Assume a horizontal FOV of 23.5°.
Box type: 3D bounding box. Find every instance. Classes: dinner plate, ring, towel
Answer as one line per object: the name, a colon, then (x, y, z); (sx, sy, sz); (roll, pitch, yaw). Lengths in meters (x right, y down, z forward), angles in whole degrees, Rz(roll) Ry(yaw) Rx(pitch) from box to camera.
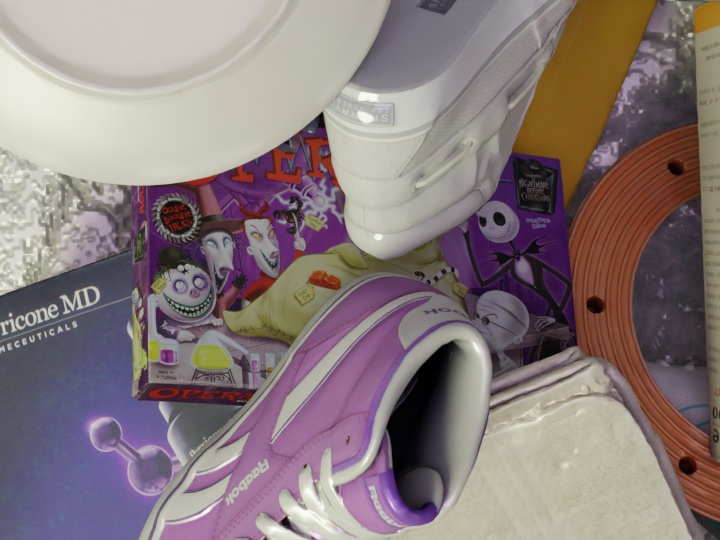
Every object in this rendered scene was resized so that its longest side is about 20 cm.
dinner plate: (-0.082, -0.131, 0.625); (0.198, 0.024, 0.202); (0, 97, -2)
ring: (0.186, 0.024, 0.802); (0.198, 0.019, 0.202); (3, 71, -9)
towel: (0.082, 0.128, 0.754); (0.132, 0.035, 0.201); (-21, 120, 12)

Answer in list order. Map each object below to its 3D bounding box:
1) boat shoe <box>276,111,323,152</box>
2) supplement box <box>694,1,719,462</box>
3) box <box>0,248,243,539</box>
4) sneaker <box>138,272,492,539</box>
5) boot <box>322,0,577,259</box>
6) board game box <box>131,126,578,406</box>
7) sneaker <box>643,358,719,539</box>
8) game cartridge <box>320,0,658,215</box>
boat shoe: (-0.044, -0.143, 0.723); (0.092, 0.075, 0.202); (18, 72, -17)
supplement box: (0.214, -0.018, 0.736); (0.125, 0.074, 0.202); (-2, 92, -7)
box: (-0.081, 0.095, 0.779); (0.147, 0.104, 0.202); (-19, 77, 11)
sneaker: (-0.022, 0.094, 0.643); (0.072, 0.114, 0.201); (30, 91, -21)
boot: (0.048, -0.092, 0.736); (0.073, 0.096, 0.200); (25, 51, 26)
board game box: (0.000, 0.000, 0.739); (0.198, 0.032, 0.121); (5, 66, -23)
sneaker: (0.163, 0.077, 0.826); (0.199, 0.070, 0.081); (32, 70, 4)
game cartridge: (0.055, -0.135, 0.792); (0.175, 0.032, 0.201); (21, 95, -28)
